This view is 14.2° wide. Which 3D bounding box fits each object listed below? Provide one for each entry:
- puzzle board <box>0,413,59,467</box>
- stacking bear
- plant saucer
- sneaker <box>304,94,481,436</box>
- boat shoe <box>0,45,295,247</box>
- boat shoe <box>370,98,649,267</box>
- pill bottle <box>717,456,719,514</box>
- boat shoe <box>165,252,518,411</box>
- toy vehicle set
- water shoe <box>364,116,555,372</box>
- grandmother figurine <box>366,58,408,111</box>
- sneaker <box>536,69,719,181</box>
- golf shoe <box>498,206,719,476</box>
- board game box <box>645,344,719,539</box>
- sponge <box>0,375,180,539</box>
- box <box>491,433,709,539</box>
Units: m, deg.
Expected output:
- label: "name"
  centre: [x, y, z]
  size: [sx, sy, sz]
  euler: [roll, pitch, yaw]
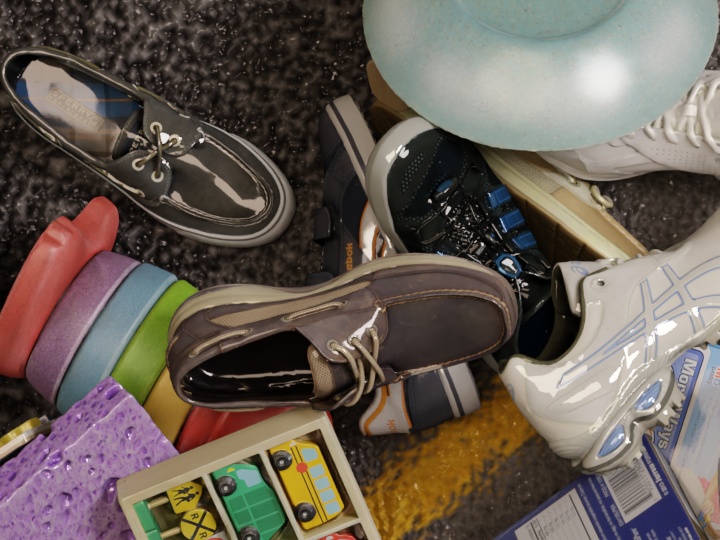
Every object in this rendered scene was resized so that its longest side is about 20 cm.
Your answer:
- label: "puzzle board"
  centre: [-0.261, 0.140, 1.677]
  size: [0.200, 0.151, 0.017]
  euler: [-34, 87, 6]
- label: "stacking bear"
  centre: [-0.106, 0.061, 1.681]
  size: [0.199, 0.121, 0.114]
  euler: [31, 106, 5]
- label: "plant saucer"
  centre: [0.100, -0.156, 1.602]
  size: [0.200, 0.039, 0.202]
  euler: [-1, 54, 2]
- label: "sneaker"
  centre: [0.000, 0.000, 1.680]
  size: [0.079, 0.078, 0.201]
  euler: [-21, 80, 2]
- label: "boat shoe"
  centre: [-0.132, -0.074, 1.727]
  size: [0.199, 0.057, 0.069]
  euler: [28, 89, 14]
- label: "boat shoe"
  centre: [0.098, -0.052, 1.674]
  size: [0.200, 0.073, 0.063]
  euler: [36, 66, 20]
- label: "pill bottle"
  centre: [0.248, 0.143, 1.534]
  size: [0.113, 0.113, 0.201]
  euler: [-5, 81, 11]
- label: "boat shoe"
  centre: [-0.011, 0.046, 1.577]
  size: [0.199, 0.073, 0.075]
  euler: [-10, 123, 14]
- label: "toy vehicle set"
  centre: [-0.043, 0.182, 1.628]
  size: [0.124, 0.027, 0.201]
  euler: [-23, 114, 1]
- label: "water shoe"
  centre: [0.078, -0.009, 1.611]
  size: [0.072, 0.200, 0.079]
  euler: [-49, 39, -14]
- label: "grandmother figurine"
  centre: [0.092, -0.162, 1.665]
  size: [0.121, 0.061, 0.200]
  euler: [40, 67, -9]
- label: "sneaker"
  centre: [0.186, -0.089, 1.613]
  size: [0.199, 0.099, 0.078]
  euler: [6, 82, -12]
- label: "golf shoe"
  centre: [0.156, 0.013, 1.577]
  size: [0.097, 0.078, 0.200]
  euler: [40, 71, -4]
- label: "board game box"
  centre: [0.219, 0.153, 1.626]
  size: [0.195, 0.056, 0.201]
  euler: [18, 86, 13]
- label: "sponge"
  centre: [-0.183, 0.160, 1.613]
  size: [0.200, 0.112, 0.030]
  euler: [-41, 41, -8]
- label: "box"
  centre: [0.098, 0.186, 1.569]
  size: [0.200, 0.032, 0.121]
  euler: [-35, 34, 9]
